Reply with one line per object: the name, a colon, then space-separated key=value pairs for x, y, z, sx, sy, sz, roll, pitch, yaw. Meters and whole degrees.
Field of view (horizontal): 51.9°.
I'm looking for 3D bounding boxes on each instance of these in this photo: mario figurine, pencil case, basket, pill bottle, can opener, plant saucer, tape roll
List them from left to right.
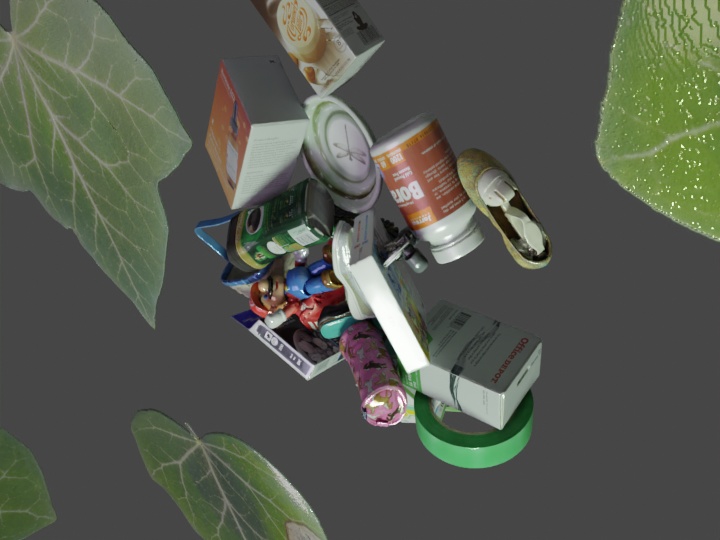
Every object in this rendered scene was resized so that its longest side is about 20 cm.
basket: x=-0.215 y=-0.033 z=1.448 sx=0.173 sy=0.142 sz=0.200 roll=-4 pitch=143 yaw=45
mario figurine: x=-0.128 y=0.023 z=1.319 sx=0.197 sy=0.124 sz=0.108 roll=-26 pitch=103 yaw=28
plant saucer: x=-0.024 y=-0.196 z=1.202 sx=0.198 sy=0.050 sz=0.204 roll=34 pitch=141 yaw=31
pencil case: x=0.019 y=0.173 z=1.263 sx=0.083 sy=0.085 sz=0.201 roll=54 pitch=-173 yaw=-34
can opener: x=0.072 y=-0.031 z=1.142 sx=0.053 sy=0.200 sz=0.067 roll=-42 pitch=94 yaw=14
pill bottle: x=0.104 y=-0.119 z=1.094 sx=0.111 sy=0.112 sz=0.203 roll=-16 pitch=108 yaw=49
tape roll: x=0.186 y=0.230 z=1.220 sx=0.197 sy=0.200 sz=0.049 roll=19 pitch=134 yaw=33

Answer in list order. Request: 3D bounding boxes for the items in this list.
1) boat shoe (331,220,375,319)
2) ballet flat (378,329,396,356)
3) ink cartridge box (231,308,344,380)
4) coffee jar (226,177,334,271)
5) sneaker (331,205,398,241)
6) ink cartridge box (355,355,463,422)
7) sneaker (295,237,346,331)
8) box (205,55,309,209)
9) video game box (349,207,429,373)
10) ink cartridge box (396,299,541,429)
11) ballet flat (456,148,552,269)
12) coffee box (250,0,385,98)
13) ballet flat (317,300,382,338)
boat shoe: x=0.000 y=0.002 z=1.240 sx=0.063 sy=0.075 sz=0.206 roll=-1 pitch=130 yaw=18
ballet flat: x=0.052 y=0.149 z=1.404 sx=0.196 sy=0.070 sz=0.072 roll=7 pitch=143 yaw=39
ink cartridge box: x=-0.127 y=0.118 z=1.458 sx=0.198 sy=0.197 sz=0.044 roll=36 pitch=109 yaw=14
coffee jar: x=-0.140 y=-0.072 z=1.259 sx=0.196 sy=0.107 sz=0.085 roll=-20 pitch=142 yaw=32
sneaker: x=-0.023 y=-0.059 z=1.299 sx=0.197 sy=0.078 sz=0.087 roll=26 pitch=137 yaw=27
ink cartridge box: x=0.094 y=0.236 z=1.373 sx=0.102 sy=0.060 sz=0.200 roll=-9 pitch=137 yaw=46
sneaker: x=-0.072 y=0.040 z=1.386 sx=0.078 sy=0.114 sz=0.204 roll=39 pitch=143 yaw=39
box: x=-0.181 y=-0.233 z=1.253 sx=0.155 sy=0.104 sz=0.202 roll=63 pitch=149 yaw=27
video game box: x=0.047 y=0.028 z=1.158 sx=0.046 sy=0.183 sz=0.203 roll=-24 pitch=112 yaw=11
ink cartridge box: x=0.179 y=0.149 z=1.207 sx=0.197 sy=0.146 sz=0.085 roll=21 pitch=136 yaw=33
ballet flat: x=0.209 y=-0.088 z=1.045 sx=0.070 sy=0.071 sz=0.202 roll=-22 pitch=107 yaw=50
coffee box: x=-0.070 y=-0.377 z=1.089 sx=0.202 sy=0.079 sz=0.114 roll=53 pitch=142 yaw=-3
ballet flat: x=0.015 y=0.073 z=1.353 sx=0.194 sy=0.069 sz=0.069 roll=-7 pitch=130 yaw=4
